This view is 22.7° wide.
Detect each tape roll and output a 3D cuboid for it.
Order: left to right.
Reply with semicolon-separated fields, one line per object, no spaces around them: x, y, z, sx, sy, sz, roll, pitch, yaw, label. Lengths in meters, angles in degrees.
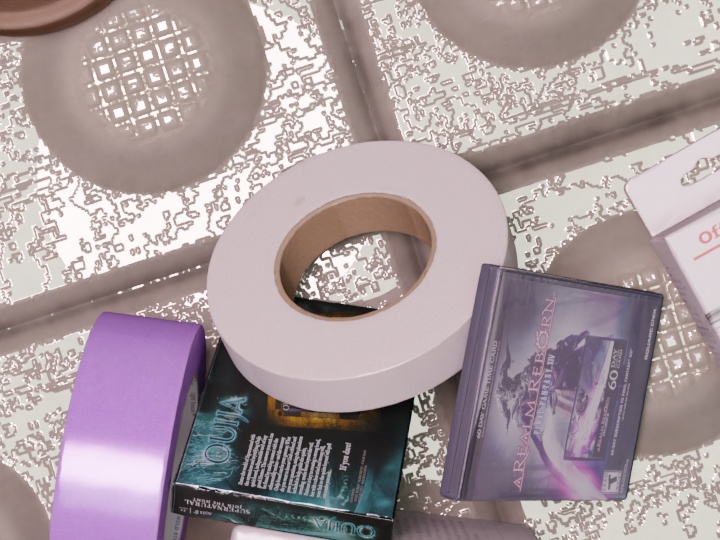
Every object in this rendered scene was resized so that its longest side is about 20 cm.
-0.144;0.129;1.130;0.065;0.200;0.201;7;91;0;tape roll
0.000;0.000;1.145;0.202;0.037;0.203;-10;47;11;tape roll

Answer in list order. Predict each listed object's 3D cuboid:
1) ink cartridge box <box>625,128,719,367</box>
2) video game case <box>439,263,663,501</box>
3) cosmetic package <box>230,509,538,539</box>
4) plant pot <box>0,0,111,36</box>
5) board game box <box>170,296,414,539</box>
0.273;0.002;1.188;0.116;0.067;0.200;-30;91;2;ink cartridge box
0.126;0.076;1.142;0.019;0.200;0.143;11;92;38;video game case
0.010;0.243;1.147;0.200;0.165;0.165;8;91;0;cosmetic package
-0.237;-0.258;1.138;0.200;0.175;0.201;0;90;1;plant pot
-0.034;0.088;1.138;0.135;0.200;0.028;9;127;3;board game box
